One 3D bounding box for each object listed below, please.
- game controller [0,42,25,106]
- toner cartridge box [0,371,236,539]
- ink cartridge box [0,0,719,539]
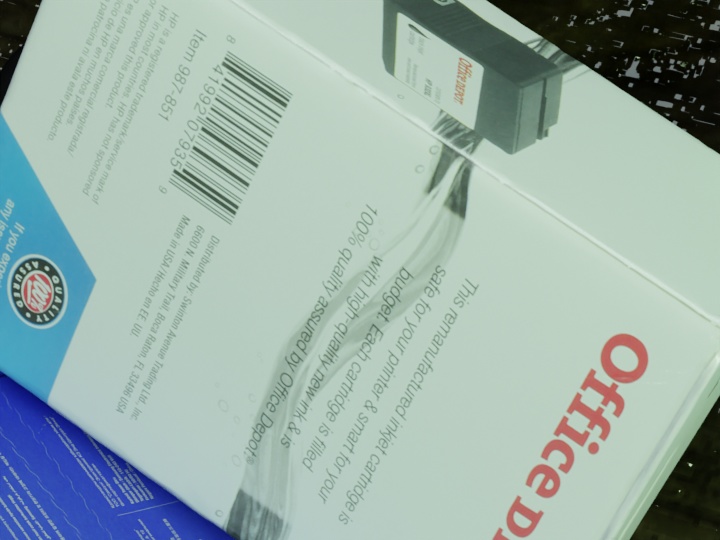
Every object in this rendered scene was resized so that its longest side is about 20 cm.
[{"bbox_3d":[-0.067,-0.006,0.890,0.104,0.042,0.201,-16,56,10],"label":"game controller"},{"bbox_3d":[-0.062,0.113,0.765,0.200,0.095,0.043,50,128,26],"label":"toner cartridge box"},{"bbox_3d":[0.000,0.000,0.758,0.200,0.145,0.084,34,33,11],"label":"ink cartridge box"}]
